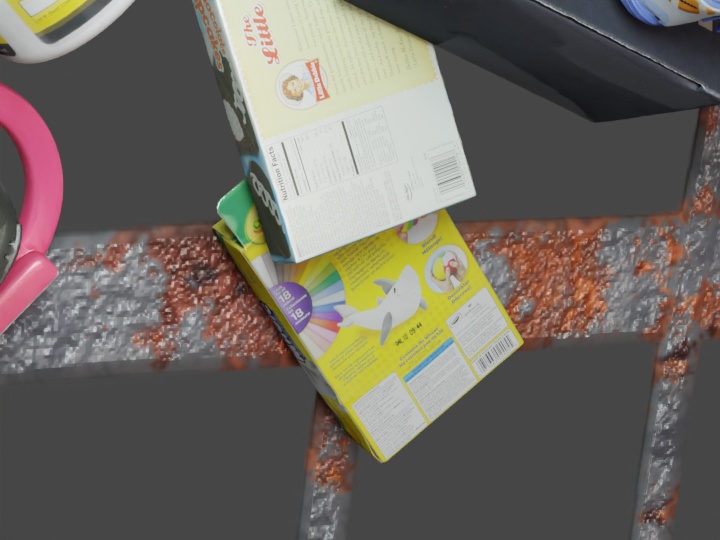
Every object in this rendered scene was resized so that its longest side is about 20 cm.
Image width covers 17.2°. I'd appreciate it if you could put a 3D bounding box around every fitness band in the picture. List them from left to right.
[{"bbox_3d":[-0.240,-0.014,1.232,0.200,0.037,0.144,-45,121,-10],"label":"fitness band"}]

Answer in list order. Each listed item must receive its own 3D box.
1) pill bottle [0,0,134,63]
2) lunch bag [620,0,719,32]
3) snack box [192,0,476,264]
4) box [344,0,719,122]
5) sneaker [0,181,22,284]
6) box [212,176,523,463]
[{"bbox_3d":[-0.190,-0.203,1.143,0.112,0.112,0.200,-46,124,-7],"label":"pill bottle"},{"bbox_3d":[0.198,-0.209,1.224,0.199,0.075,0.162,-21,103,-35],"label":"lunch bag"},{"bbox_3d":[-0.021,-0.116,1.283,0.116,0.037,0.201,-20,99,-23],"label":"snack box"},{"bbox_3d":[0.112,-0.209,1.277,0.196,0.117,0.202,22,74,-33],"label":"box"},{"bbox_3d":[-0.211,-0.035,1.186,0.083,0.077,0.202,-6,114,-40],"label":"sneaker"},{"bbox_3d":[0.000,0.000,1.366,0.117,0.048,0.201,-39,124,-12],"label":"box"}]
